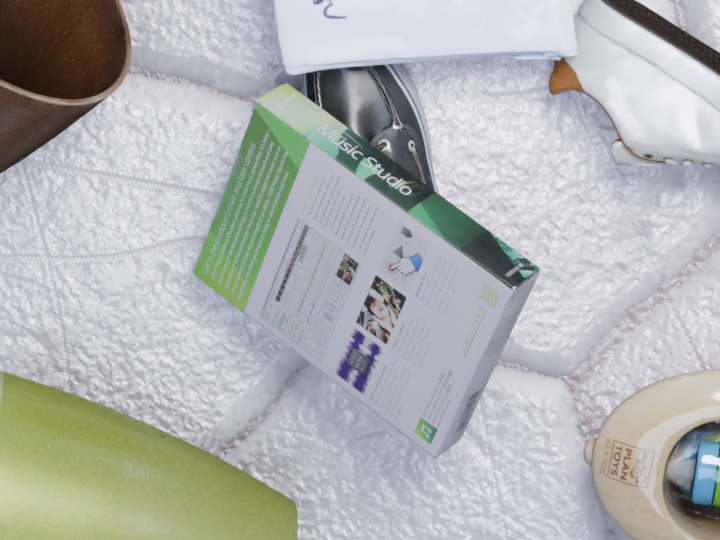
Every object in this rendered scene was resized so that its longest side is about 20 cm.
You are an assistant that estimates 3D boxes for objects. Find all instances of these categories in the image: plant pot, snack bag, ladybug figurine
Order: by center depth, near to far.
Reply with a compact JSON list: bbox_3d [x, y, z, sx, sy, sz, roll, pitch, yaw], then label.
[{"bbox_3d":[0.026,-0.207,1.585,0.188,0.021,0.201,-3,115,8],"label":"snack bag"},{"bbox_3d":[-0.270,-0.113,1.647,0.187,0.187,0.200,43,122,-5],"label":"plant pot"},{"bbox_3d":[0.237,0.121,1.680,0.199,0.072,0.136,12,106,4],"label":"ladybug figurine"},{"bbox_3d":[-0.146,0.172,1.710,0.199,0.187,0.188,10,108,-11],"label":"plant pot"}]

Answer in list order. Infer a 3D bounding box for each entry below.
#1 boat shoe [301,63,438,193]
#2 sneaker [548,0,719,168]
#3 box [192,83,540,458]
[{"bbox_3d":[0.015,-0.055,1.670,0.068,0.057,0.201,-18,103,13],"label":"boat shoe"},{"bbox_3d":[0.204,-0.084,1.633,0.200,0.073,0.085,34,111,10],"label":"sneaker"},{"bbox_3d":[0.000,0.000,1.645,0.200,0.036,0.145,36,130,16],"label":"box"}]
